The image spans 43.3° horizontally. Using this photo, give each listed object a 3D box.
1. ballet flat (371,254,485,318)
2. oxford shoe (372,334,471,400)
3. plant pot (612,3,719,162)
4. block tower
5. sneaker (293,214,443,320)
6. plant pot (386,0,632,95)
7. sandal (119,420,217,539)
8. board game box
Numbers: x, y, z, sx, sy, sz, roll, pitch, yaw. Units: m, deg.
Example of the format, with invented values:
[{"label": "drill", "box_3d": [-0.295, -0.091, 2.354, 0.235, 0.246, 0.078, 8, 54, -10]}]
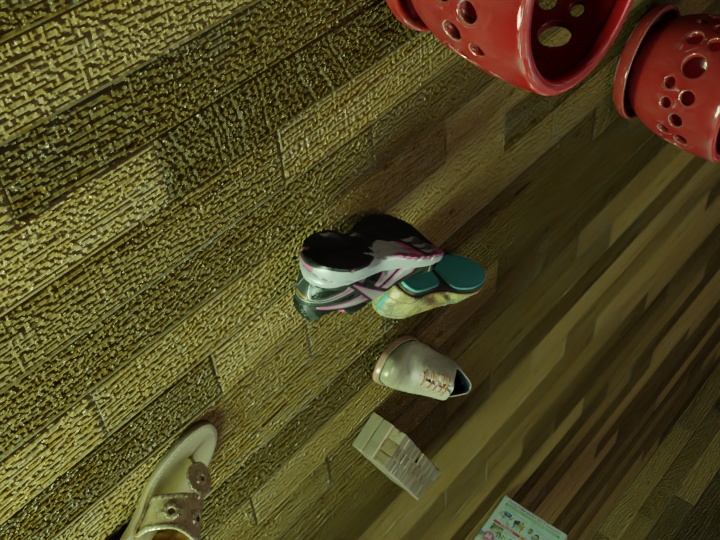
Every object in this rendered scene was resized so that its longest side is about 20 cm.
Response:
[{"label": "ballet flat", "box_3d": [0.080, 0.022, 1.107, 0.200, 0.071, 0.071, -9, 122, -54]}, {"label": "oxford shoe", "box_3d": [0.086, 0.132, 1.185, 0.200, 0.074, 0.071, 9, 107, -58]}, {"label": "plant pot", "box_3d": [0.487, -0.282, 1.339, 0.200, 0.182, 0.201, -36, 140, -37]}, {"label": "block tower", "box_3d": [0.053, 0.264, 1.264, 0.058, 0.054, 0.200, -54, 148, -10]}, {"label": "sneaker", "box_3d": [0.000, 0.000, 0.954, 0.200, 0.080, 0.086, -9, 135, -45]}, {"label": "plant pot", "box_3d": [0.126, -0.275, 0.792, 0.200, 0.182, 0.201, -37, 142, -36]}, {"label": "sandal", "box_3d": [-0.187, 0.253, 0.881, 0.212, 0.070, 0.078, -52, 148, -16]}, {"label": "board game box", "box_3d": [0.289, 0.565, 1.767, 0.200, 0.147, 0.064, -48, 146, -21]}]
